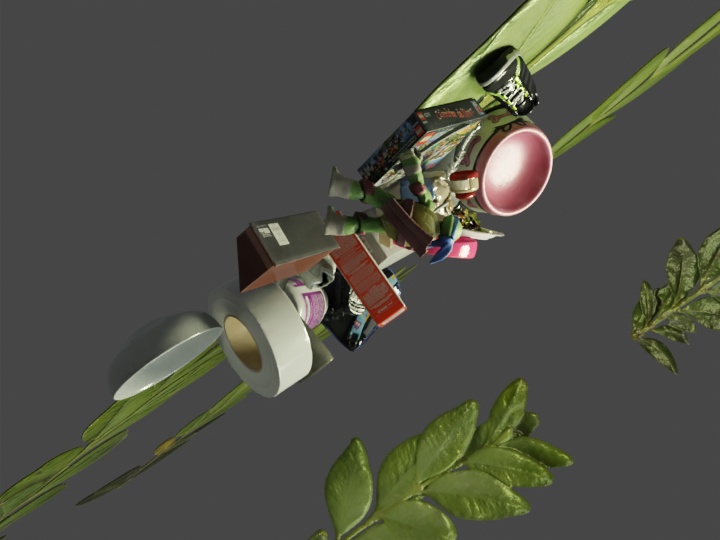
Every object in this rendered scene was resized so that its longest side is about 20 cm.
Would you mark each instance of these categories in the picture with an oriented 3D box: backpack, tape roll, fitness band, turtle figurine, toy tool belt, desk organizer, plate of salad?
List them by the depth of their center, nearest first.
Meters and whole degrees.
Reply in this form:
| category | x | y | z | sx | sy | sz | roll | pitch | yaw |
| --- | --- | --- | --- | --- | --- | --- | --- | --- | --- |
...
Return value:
| category | x | y | z | sx | sy | sz | roll | pitch | yaw |
| --- | --- | --- | --- | --- | --- | --- | --- | --- | --- |
| turtle figurine | 0.050 | -0.102 | 1.147 | 0.191 | 0.203 | 0.144 | 8 | 159 | -2 |
| desk organizer | -0.119 | -0.031 | 1.195 | 0.077 | 0.072 | 0.199 | -36 | 173 | 26 |
| tape roll | -0.167 | 0.104 | 1.309 | 0.070 | 0.204 | 0.203 | -31 | 171 | -31 |
| toy tool belt | 0.108 | -0.097 | 1.310 | 0.198 | 0.125 | 0.124 | 1 | -164 | 34 |
| fitness band | 0.128 | -0.057 | 1.439 | 0.141 | 0.038 | 0.200 | 6 | -171 | -16 |
| plate of salad | 0.174 | -0.095 | 1.491 | 0.200 | 0.197 | 0.049 | -11 | 114 | -72 |
| backpack | -0.012 | 0.059 | 1.855 | 0.200 | 0.182 | 0.135 | -47 | -179 | 0 |

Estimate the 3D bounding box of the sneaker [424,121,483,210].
| category | x | y | z | sx | sy | sz | roll | pitch | yaw |
| --- | --- | --- | --- | --- | --- | --- | --- | --- | --- |
| sneaker | 0.161 | -0.170 | 1.394 | 0.199 | 0.116 | 0.075 | -39 | 171 | 30 |

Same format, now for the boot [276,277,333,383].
| category | x | y | z | sx | sy | sz | roll | pitch | yaw |
| --- | --- | --- | --- | --- | --- | --- | --- | --- | --- |
| boot | -0.117 | 0.082 | 1.386 | 0.072 | 0.201 | 0.182 | -28 | 170 | -42 |

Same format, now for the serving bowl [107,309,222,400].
| category | x | y | z | sx | sy | sz | roll | pitch | yaw |
| --- | --- | --- | --- | --- | --- | --- | --- | --- | --- |
| serving bowl | -0.317 | 0.121 | 1.259 | 0.199 | 0.066 | 0.200 | -35 | 172 | -6 |

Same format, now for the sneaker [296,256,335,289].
| category | x | y | z | sx | sy | sz | roll | pitch | yaw |
| --- | --- | --- | --- | --- | --- | --- | --- | --- | --- |
| sneaker | -0.077 | -0.007 | 1.489 | 0.075 | 0.081 | 0.200 | -39 | 173 | 19 |

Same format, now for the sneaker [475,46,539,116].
| category | x | y | z | sx | sy | sz | roll | pitch | yaw |
| --- | --- | --- | --- | --- | --- | --- | --- | --- | --- |
| sneaker | 0.236 | -0.276 | 1.199 | 0.071 | 0.083 | 0.200 | -38 | 172 | 23 |

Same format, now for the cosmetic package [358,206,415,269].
| category | x | y | z | sx | sy | sz | roll | pitch | yaw |
| --- | --- | --- | --- | --- | --- | --- | --- | --- | --- |
| cosmetic package | 0.064 | -0.078 | 1.572 | 0.199 | 0.108 | 0.090 | -24 | 168 | -47 |

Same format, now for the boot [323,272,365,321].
| category | x | y | z | sx | sy | sz | roll | pitch | yaw |
| --- | --- | --- | --- | --- | --- | --- | --- | --- | --- |
| boot | -0.040 | 0.014 | 1.717 | 0.073 | 0.201 | 0.161 | 24 | 162 | -34 |

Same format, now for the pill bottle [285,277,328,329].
| category | x | y | z | sx | sy | sz | roll | pitch | yaw |
| --- | --- | --- | --- | --- | --- | --- | --- | --- | --- |
| pill bottle | -0.134 | 0.071 | 1.587 | 0.112 | 0.113 | 0.200 | -37 | 172 | 15 |

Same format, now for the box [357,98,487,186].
| category | x | y | z | sx | sy | sz | roll | pitch | yaw |
| --- | --- | --- | --- | --- | --- | --- | --- | --- | --- |
| box | 0.099 | -0.199 | 1.238 | 0.136 | 0.038 | 0.199 | -41 | 171 | 37 |

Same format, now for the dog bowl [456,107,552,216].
| category | x | y | z | sx | sy | sz | roll | pitch | yaw |
| --- | --- | --- | --- | --- | --- | --- | --- | --- | --- |
| dog bowl | 0.266 | -0.190 | 1.456 | 0.198 | 0.074 | 0.203 | -16 | 122 | -27 |

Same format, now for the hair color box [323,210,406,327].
| category | x | y | z | sx | sy | sz | roll | pitch | yaw |
| --- | --- | --- | --- | --- | --- | --- | --- | --- | --- |
| hair color box | 0.000 | 0.000 | 1.400 | 0.064 | 0.201 | 0.111 | -34 | 172 | 1 |
